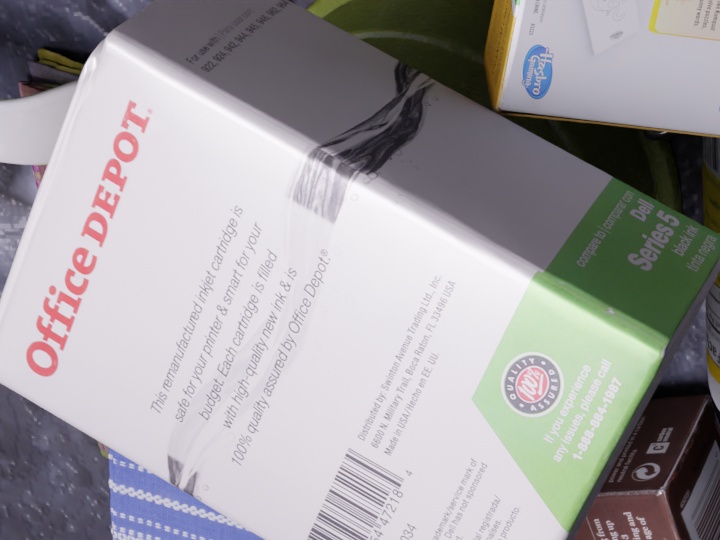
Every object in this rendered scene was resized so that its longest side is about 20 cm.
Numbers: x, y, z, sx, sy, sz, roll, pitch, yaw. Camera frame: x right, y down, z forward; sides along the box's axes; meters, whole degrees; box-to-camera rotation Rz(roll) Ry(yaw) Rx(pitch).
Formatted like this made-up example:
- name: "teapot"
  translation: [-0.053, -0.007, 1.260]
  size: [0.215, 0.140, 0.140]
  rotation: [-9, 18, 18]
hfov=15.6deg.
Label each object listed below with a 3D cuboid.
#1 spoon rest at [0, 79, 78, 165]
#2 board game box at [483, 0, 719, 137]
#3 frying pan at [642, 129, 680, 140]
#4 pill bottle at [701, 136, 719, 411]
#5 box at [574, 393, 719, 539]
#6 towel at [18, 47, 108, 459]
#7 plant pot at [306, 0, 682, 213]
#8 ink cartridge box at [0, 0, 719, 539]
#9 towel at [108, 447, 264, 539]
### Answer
- name: "spoon rest"
  translation: [-0.207, -0.107, 1.156]
  size: [0.200, 0.061, 0.099]
  rotation: [35, 131, 30]
- name: "board game box"
  translation: [0.151, -0.113, 0.840]
  size: [0.200, 0.040, 0.153]
  rotation: [7, 120, -7]
- name: "frying pan"
  translation: [0.176, -0.124, 0.914]
  size: [0.190, 0.115, 0.031]
  rotation: [-16, 149, 5]
- name: "pill bottle"
  translation: [0.185, 0.004, 0.985]
  size: [0.111, 0.111, 0.200]
  rotation: [8, 117, 26]
- name: "box"
  translation: [0.066, 0.119, 1.124]
  size: [0.200, 0.075, 0.100]
  rotation: [-7, 119, 30]
- name: "towel"
  translation: [-0.098, 0.005, 1.162]
  size: [0.144, 0.023, 0.200]
  rotation: [19, 124, 55]
- name: "plant pot"
  translation: [0.000, 0.000, 1.038]
  size: [0.200, 0.190, 0.200]
  rotation: [12, 118, 24]
- name: "ink cartridge box"
  translation: [-0.005, 0.013, 0.854]
  size: [0.200, 0.084, 0.146]
  rotation: [30, 123, 8]
- name: "towel"
  translation: [-0.026, 0.041, 0.945]
  size: [0.145, 0.024, 0.200]
  rotation: [13, 120, 20]
